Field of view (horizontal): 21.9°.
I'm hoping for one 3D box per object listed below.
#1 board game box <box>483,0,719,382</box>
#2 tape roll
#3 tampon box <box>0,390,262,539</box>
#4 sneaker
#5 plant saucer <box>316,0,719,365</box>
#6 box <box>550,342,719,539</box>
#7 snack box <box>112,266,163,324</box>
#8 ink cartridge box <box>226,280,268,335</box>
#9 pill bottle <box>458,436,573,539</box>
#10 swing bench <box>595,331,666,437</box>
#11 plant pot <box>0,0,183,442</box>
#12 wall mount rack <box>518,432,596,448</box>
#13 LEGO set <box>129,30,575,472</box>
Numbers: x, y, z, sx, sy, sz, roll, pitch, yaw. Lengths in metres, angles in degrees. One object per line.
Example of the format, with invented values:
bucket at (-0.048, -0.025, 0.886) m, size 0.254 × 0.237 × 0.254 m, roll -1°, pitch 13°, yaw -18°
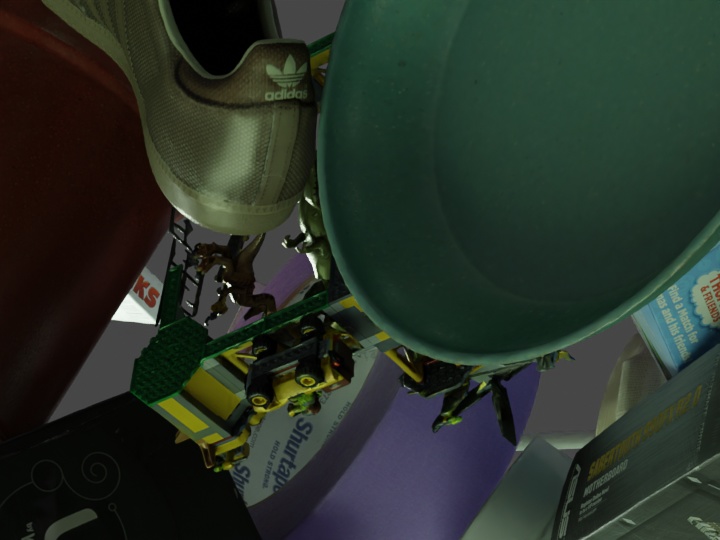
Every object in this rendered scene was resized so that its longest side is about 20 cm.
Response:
board game box at (0.099, -0.020, 0.666) m, size 0.036 × 0.152 × 0.200 m, roll -28°, pitch 140°, yaw 6°
tape roll at (-0.007, 0.066, 0.852) m, size 0.066 × 0.201 × 0.200 m, roll 36°, pitch 153°, yaw -22°
tampon box at (-0.127, 0.158, 0.783) m, size 0.151 × 0.126 × 0.200 m, roll 63°, pitch 149°, yaw 9°
sneaker at (-0.062, -0.104, 0.662) m, size 0.070 × 0.200 × 0.076 m, roll -7°, pitch 137°, yaw -32°
plant saucer at (0.065, -0.065, 0.544) m, size 0.036 × 0.201 × 0.199 m, roll 20°, pitch 163°, yaw -38°
box at (0.182, 0.096, 0.618) m, size 0.199 × 0.049 × 0.158 m, roll 24°, pitch 152°, yaw -6°
snack box at (-0.186, -0.034, 1.029) m, size 0.072 × 0.024 × 0.200 m, roll 6°, pitch 150°, yaw 37°
ink cartridge box at (-0.084, 0.113, 1.018) m, size 0.039 × 0.201 × 0.100 m, roll 24°, pitch 157°, yaw 9°
pill bottle at (0.129, 0.156, 0.740) m, size 0.200 × 0.111 × 0.111 m, roll 36°, pitch 157°, yaw 10°
swing bench at (0.225, 0.105, 0.805) m, size 0.199 × 0.130 × 0.199 m, roll 32°, pitch 155°, yaw -16°
plant pot at (-0.175, -0.029, 0.823) m, size 0.200 × 0.196 × 0.201 m, roll 20°, pitch 155°, yaw 10°
wall mount rack at (0.038, 0.113, 0.935) m, size 0.075 × 0.174 × 0.200 m, roll 54°, pitch 156°, yaw -16°
LEGO set at (0.000, 0.000, 0.739) m, size 0.153 × 0.201 × 0.116 m, roll -29°, pitch 130°, yaw 22°
